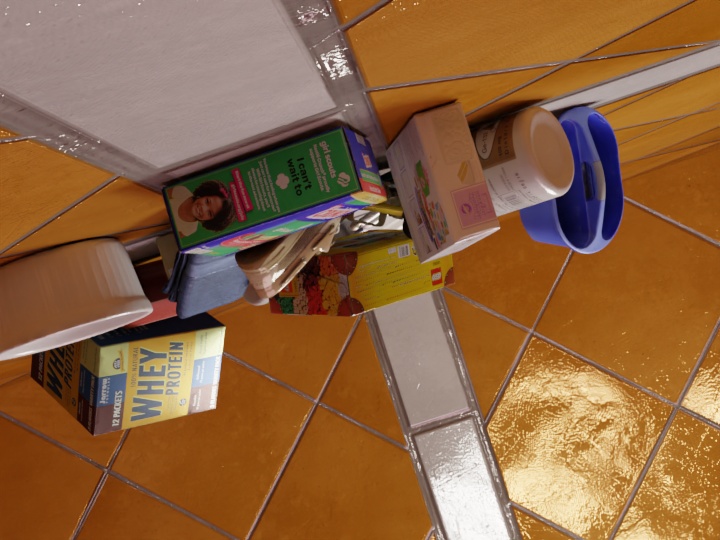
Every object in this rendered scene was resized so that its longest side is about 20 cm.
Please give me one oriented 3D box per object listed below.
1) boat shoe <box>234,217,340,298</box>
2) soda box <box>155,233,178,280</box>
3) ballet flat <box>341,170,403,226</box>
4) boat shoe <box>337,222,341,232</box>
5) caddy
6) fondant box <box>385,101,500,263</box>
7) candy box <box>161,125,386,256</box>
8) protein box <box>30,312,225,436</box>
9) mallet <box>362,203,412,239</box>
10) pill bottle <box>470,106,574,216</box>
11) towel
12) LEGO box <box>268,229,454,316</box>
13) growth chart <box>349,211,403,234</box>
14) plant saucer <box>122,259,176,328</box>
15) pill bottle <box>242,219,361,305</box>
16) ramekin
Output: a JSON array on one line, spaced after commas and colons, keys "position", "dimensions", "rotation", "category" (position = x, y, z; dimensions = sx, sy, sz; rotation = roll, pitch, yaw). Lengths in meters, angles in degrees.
[{"position": [-0.064, -0.050, 1.433], "dimensions": [0.071, 0.065, 0.200], "rotation": [15, -129, 46], "category": "boat shoe"}, {"position": [-0.160, -0.039, 1.614], "dimensions": [0.199, 0.068, 0.064], "rotation": [-18, 176, -2], "category": "soda box"}, {"position": [0.026, -0.096, 1.611], "dimensions": [0.068, 0.076, 0.200], "rotation": [-3, -171, 44], "category": "ballet flat"}, {"position": [-0.065, -0.067, 1.724], "dimensions": [0.199, 0.061, 0.076], "rotation": [-18, 176, -7], "category": "boat shoe"}, {"position": [0.294, -0.123, 1.690], "dimensions": [0.141, 0.201, 0.105], "rotation": [-18, -166, -36], "category": "caddy"}, {"position": [0.089, -0.094, 1.394], "dimensions": [0.058, 0.145, 0.200], "rotation": [-17, 177, -8], "category": "fondant box"}, {"position": [-0.084, -0.079, 1.291], "dimensions": [0.199, 0.077, 0.169], "rotation": [-20, 176, 10], "category": "candy box"}, {"position": [-0.333, 0.115, 1.755], "dimensions": [0.199, 0.135, 0.198], "rotation": [-9, -153, -39], "category": "protein box"}, {"position": [0.000, -0.075, 1.523], "dimensions": [0.199, 0.041, 0.066], "rotation": [5, 145, -3], "category": "mallet"}, {"position": [0.155, -0.122, 1.543], "dimensions": [0.199, 0.115, 0.114], "rotation": [-18, 177, 37], "category": "pill bottle"}, {"position": [-0.171, -0.024, 1.494], "dimensions": [0.111, 0.049, 0.200], "rotation": [-17, 152, -29], "category": "towel"}, {"position": [0.000, 0.000, 1.583], "dimensions": [0.149, 0.078, 0.200], "rotation": [0, -169, 45], "category": "LEGO box"}, {"position": [0.030, -0.053, 1.818], "dimensions": [0.144, 0.018, 0.200], "rotation": [-31, 161, -13], "category": "growth chart"}, {"position": [-0.244, 0.019, 1.714], "dimensions": [0.199, 0.037, 0.200], "rotation": [-14, -162, 7], "category": "plant saucer"}, {"position": [-0.091, -0.023, 1.884], "dimensions": [0.199, 0.112, 0.111], "rotation": [-16, 176, -35], "category": "pill bottle"}, {"position": [-0.358, 0.033, 1.474], "dimensions": [0.200, 0.098, 0.200], "rotation": [-18, 176, -1], "category": "ramekin"}]
